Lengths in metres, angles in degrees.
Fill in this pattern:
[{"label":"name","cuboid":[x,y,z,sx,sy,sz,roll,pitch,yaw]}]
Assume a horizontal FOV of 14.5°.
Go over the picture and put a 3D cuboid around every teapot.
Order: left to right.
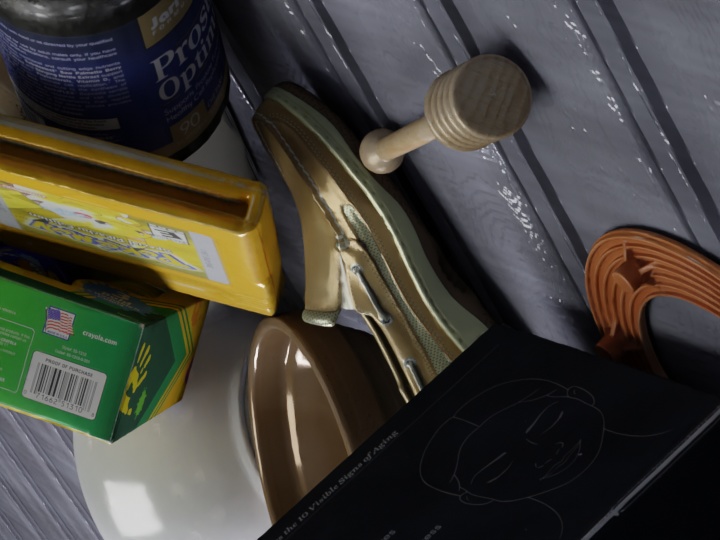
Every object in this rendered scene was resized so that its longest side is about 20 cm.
[{"label":"teapot","cuboid":[-0.068,0.106,1.721,0.146,0.198,0.200,-15,146,32]}]

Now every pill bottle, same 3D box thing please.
[{"label":"pill bottle","cuboid":[-0.133,-0.142,1.406,0.112,0.112,0.200,41,162,26]}]

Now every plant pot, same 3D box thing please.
[{"label":"plant pot","cuboid":[0.013,0.112,1.570,0.201,0.093,0.201,165,90,-72]}]

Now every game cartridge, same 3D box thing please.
[{"label":"game cartridge","cuboid":[-0.129,-0.028,1.462,0.176,0.032,0.200,15,166,5]}]

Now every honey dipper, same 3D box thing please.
[{"label":"honey dipper","cuboid":[0.032,-0.068,1.294,0.038,0.038,0.200,51,167,-6]}]

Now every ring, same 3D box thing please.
[{"label":"ring","cuboid":[0.168,0.064,1.257,0.200,0.019,0.200,43,162,17]}]

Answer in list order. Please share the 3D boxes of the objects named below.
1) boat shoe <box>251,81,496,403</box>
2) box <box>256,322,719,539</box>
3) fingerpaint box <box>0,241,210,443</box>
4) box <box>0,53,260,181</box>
[{"label":"boat shoe","cuboid":[0.000,0.000,1.424,0.200,0.076,0.072,53,176,-7]},{"label":"box","cuboid":[0.072,0.144,1.293,0.124,0.200,0.197,57,162,-26]},{"label":"fingerpaint box","cuboid":[-0.201,0.021,1.579,0.200,0.073,0.167,18,-172,8]},{"label":"box","cuboid":[-0.154,-0.093,1.624,0.200,0.078,0.095,34,158,41]}]
